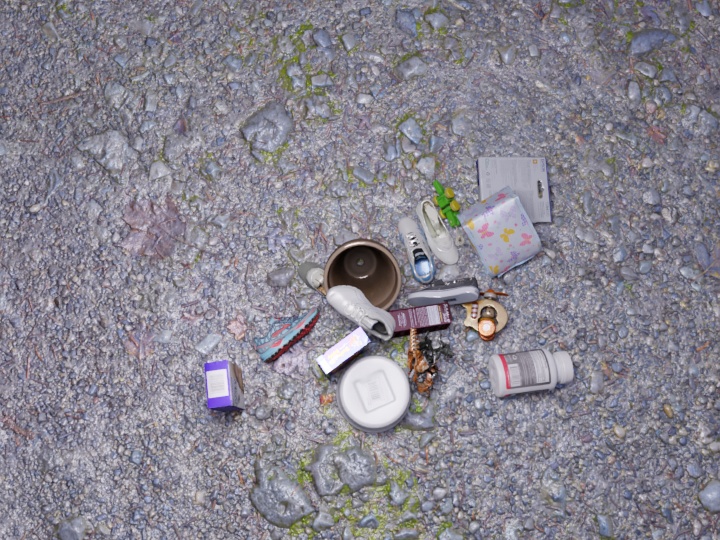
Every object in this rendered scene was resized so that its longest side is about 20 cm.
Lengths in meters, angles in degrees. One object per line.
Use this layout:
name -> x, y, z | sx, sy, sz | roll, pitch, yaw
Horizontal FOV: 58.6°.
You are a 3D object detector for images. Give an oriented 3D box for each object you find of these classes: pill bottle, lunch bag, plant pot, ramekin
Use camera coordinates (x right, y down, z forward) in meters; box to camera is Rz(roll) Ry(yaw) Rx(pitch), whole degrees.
pill bottle -> 0.443, 0.263, 1.667 | 0.198, 0.111, 0.112 | -7, 76, -3
lunch bag -> 0.378, -0.096, 1.732 | 0.169, 0.127, 0.201 | -31, 110, 10
plant pot -> 0.000, 0.000, 1.677 | 0.199, 0.175, 0.202 | -1, 107, -3
ramekin -> 0.036, 0.315, 1.654 | 0.199, 0.098, 0.202 | 0, 76, -1

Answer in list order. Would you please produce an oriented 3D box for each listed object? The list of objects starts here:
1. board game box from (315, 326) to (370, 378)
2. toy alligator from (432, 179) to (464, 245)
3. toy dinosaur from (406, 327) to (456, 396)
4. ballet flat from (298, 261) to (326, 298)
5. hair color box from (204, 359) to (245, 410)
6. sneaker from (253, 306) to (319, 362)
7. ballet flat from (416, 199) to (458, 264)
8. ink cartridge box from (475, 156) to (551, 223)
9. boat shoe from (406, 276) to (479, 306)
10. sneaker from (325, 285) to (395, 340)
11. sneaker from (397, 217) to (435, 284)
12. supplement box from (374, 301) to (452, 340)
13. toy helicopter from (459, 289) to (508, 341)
board game box -> -0.044, 0.212, 1.625 | 0.134, 0.200, 0.045 | -36, 81, -9
toy alligator -> 0.259, -0.164, 1.802 | 0.054, 0.059, 0.201 | -10, 73, -46
toy dinosaur -> 0.165, 0.232, 1.647 | 0.102, 0.201, 0.136 | 31, 54, 27
ballet flat -> -0.088, 0.040, 1.737 | 0.200, 0.064, 0.067 | 40, 80, 9
hair color box -> -0.336, 0.291, 1.599 | 0.064, 0.200, 0.110 | -7, 76, -5
sneaker -> -0.199, 0.150, 1.701 | 0.200, 0.079, 0.096 | -39, 78, -10
ballet flat -> 0.212, -0.110, 1.779 | 0.069, 0.069, 0.201 | -24, 78, -7
ink cartridge box -> 0.434, -0.224, 1.824 | 0.198, 0.043, 0.198 | 0, 77, -4
boat shoe -> 0.221, 0.052, 1.717 | 0.199, 0.070, 0.067 | -11, 54, 28
sneaker -> 0.005, 0.103, 1.573 | 0.199, 0.087, 0.075 | 30, 102, -10
sneaker -> 0.156, -0.060, 1.763 | 0.071, 0.073, 0.201 | -19, 76, -4
supplement box -> 0.135, 0.135, 1.695 | 0.198, 0.109, 0.061 | -8, 76, -4
toy helicopter -> 0.309, 0.089, 1.730 | 0.199, 0.079, 0.133 | 34, 84, 20
